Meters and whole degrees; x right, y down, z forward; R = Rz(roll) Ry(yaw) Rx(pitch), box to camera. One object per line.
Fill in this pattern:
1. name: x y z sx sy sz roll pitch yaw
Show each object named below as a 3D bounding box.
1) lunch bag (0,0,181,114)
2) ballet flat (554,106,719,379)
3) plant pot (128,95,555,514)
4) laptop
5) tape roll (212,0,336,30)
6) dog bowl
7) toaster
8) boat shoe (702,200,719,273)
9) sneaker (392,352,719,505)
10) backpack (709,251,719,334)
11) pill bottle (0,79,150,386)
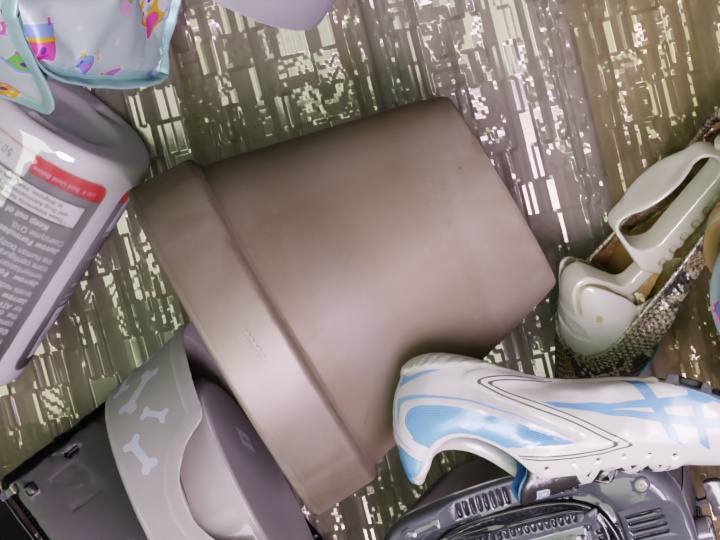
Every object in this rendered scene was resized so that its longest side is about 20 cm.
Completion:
1. lunch bag: -0.202 -0.158 1.535 0.170 0.200 0.122 18 105 19
2. ballet flat: 0.150 -0.011 1.562 0.200 0.075 0.068 -53 50 17
3. plant pot: 0.000 0.000 1.554 0.173 0.200 0.200 -31 93 1
4. laptop: -0.135 0.175 1.702 0.200 0.103 0.177 -37 92 -8
5. tape roll: -0.085 -0.207 1.511 0.200 0.200 0.066 36 108 4
6. dog bowl: -0.068 0.129 1.570 0.059 0.200 0.200 -28 94 6
7. toaster: 0.098 0.153 1.581 0.200 0.129 0.114 -17 97 15
8. boat shoe: 0.274 -0.035 1.527 0.200 0.069 0.074 -7 128 3
9. sneaker: 0.115 0.084 1.481 0.200 0.072 0.073 5 82 -2
10. backpack: 0.266 0.038 1.451 0.200 0.127 0.167 28 103 -11
11. pill bottle: -0.212 -0.008 1.627 0.114 0.114 0.200 35 106 4
